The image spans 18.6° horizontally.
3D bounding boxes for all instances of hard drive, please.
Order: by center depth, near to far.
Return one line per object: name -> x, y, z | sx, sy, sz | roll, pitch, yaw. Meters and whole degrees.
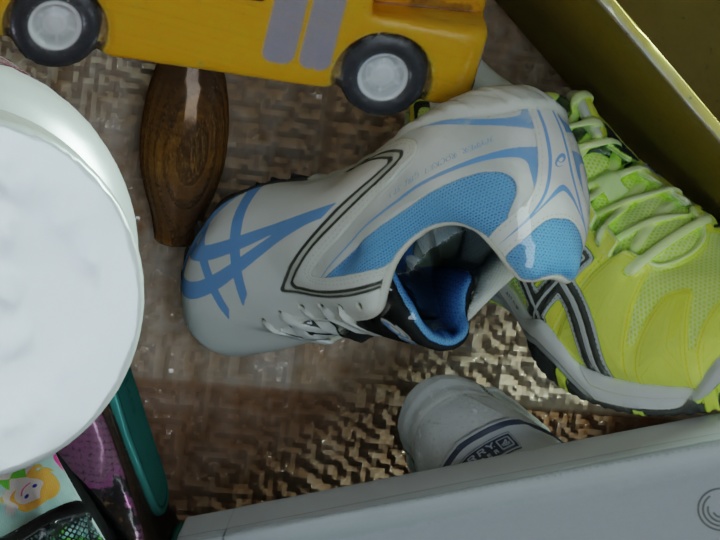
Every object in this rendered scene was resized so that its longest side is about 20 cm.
hard drive -> 0.050, 0.127, 0.754 | 0.199, 0.027, 0.133 | -13, 112, 17

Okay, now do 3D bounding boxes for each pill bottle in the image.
pill bottle -> -0.123, -0.010, 0.628 | 0.109, 0.200, 0.110 | -3, 100, -15

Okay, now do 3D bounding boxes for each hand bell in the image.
hand bell -> -0.058, -0.104, 0.780 | 0.103, 0.104, 0.201 | 1, 111, -16

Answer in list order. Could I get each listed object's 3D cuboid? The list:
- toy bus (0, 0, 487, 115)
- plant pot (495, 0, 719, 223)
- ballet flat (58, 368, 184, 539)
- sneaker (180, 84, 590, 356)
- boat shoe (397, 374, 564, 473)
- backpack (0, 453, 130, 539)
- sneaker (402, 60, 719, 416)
toy bus -> -0.056, -0.108, 0.704 | 0.199, 0.065, 0.079 | 7, 121, -12
plant pot -> 0.153, -0.111, 0.774 | 0.200, 0.176, 0.200 | -47, 109, -10
ballet flat -> -0.092, 0.103, 0.814 | 0.071, 0.069, 0.201 | -21, 102, 8
sneaker -> 0.000, 0.000, 0.752 | 0.072, 0.200, 0.073 | 12, 66, -35
boat shoe -> 0.066, 0.100, 0.848 | 0.075, 0.086, 0.202 | -42, 138, 2
backpack -> -0.116, 0.150, 0.701 | 0.150, 0.200, 0.178 | -17, 133, -18
sneaker -> 0.075, -0.015, 0.759 | 0.075, 0.200, 0.077 | -31, 129, -27
